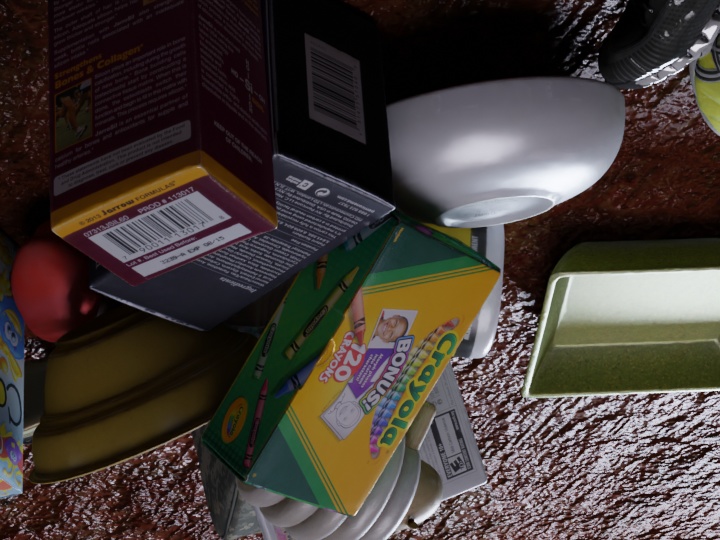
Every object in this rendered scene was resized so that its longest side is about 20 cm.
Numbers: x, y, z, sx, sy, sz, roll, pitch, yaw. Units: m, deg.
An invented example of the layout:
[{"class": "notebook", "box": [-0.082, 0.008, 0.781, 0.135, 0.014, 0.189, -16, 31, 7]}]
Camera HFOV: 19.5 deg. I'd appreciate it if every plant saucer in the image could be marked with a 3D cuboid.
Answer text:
[{"class": "plant saucer", "box": [0.235, 0.032, 1.688, 0.198, 0.048, 0.201, -2, 149, -5]}]

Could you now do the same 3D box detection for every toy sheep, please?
[{"class": "toy sheep", "box": [-0.026, 0.133, 1.532, 0.199, 0.139, 0.138, 26, 139, -19]}]

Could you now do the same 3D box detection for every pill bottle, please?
[{"class": "pill bottle", "box": [0.000, 0.000, 1.531, 0.198, 0.115, 0.115, 5, 148, -3]}]

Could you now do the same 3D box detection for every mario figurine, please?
[{"class": "mario figurine", "box": [-0.190, 0.006, 1.583, 0.124, 0.106, 0.200, -49, 149, 5]}]

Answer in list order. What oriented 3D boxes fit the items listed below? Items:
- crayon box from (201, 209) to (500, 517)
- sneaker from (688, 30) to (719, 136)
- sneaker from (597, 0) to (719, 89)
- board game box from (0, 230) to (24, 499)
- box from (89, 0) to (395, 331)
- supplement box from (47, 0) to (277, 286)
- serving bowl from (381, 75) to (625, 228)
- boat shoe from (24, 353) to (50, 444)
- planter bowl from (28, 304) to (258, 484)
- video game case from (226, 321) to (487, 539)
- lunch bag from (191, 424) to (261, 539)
[{"class": "crayon box", "box": [-0.006, 0.057, 1.400, 0.118, 0.058, 0.201, 24, 99, -48]}, {"class": "sneaker", "box": [0.268, -0.142, 1.385, 0.075, 0.077, 0.201, -2, 150, -8]}, {"class": "sneaker", "box": [0.203, -0.191, 1.310, 0.090, 0.067, 0.200, 21, 136, -31]}, {"class": "board game box", "box": [-0.311, 0.063, 1.512, 0.104, 0.201, 0.103, -16, 147, 16]}, {"class": "box", "box": [-0.083, -0.074, 1.375, 0.104, 0.149, 0.199, 22, 139, -37]}, {"class": "supplement box", "box": [-0.121, -0.108, 1.262, 0.110, 0.202, 0.086, -20, 146, 24]}, {"class": "serving bowl", "box": [0.086, -0.071, 1.424, 0.198, 0.066, 0.200, -7, 170, -1]}, {"class": "boat shoe", "box": [-0.227, 0.095, 1.711, 0.199, 0.072, 0.066, -17, 168, 2]}, {"class": "planter bowl", "box": [-0.157, 0.069, 1.470, 0.199, 0.084, 0.200, -24, -172, 3]}, {"class": "video game case", "box": [-0.014, 0.102, 1.609, 0.181, 0.202, 0.024, -20, -169, -11]}, {"class": "lunch bag", "box": [-0.040, 0.123, 1.720, 0.166, 0.140, 0.201, -7, 149, -17]}]
